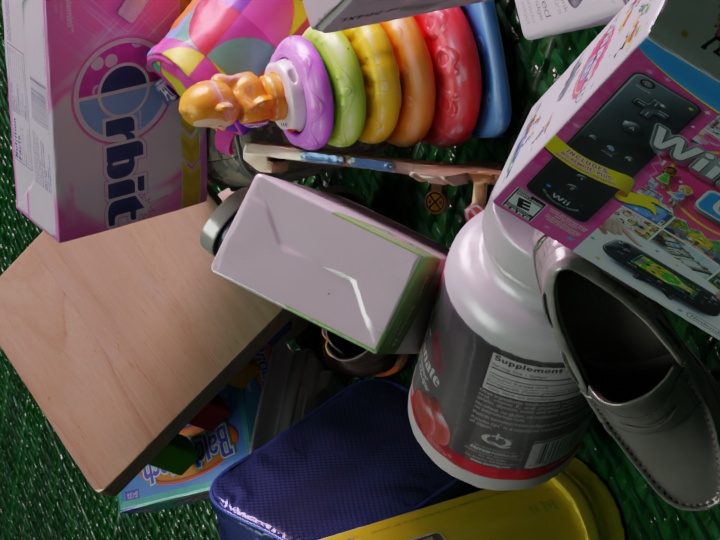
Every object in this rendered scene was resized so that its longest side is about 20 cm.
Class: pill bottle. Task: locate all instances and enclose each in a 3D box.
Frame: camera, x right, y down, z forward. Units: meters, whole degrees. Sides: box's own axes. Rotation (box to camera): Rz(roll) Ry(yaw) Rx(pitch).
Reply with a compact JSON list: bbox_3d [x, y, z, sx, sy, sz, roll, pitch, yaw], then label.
[{"bbox_3d":[0.096,0.030,1.291,0.111,0.111,0.200,60,153,32],"label":"pill bottle"}]

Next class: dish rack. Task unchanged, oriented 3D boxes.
[{"bbox_3d":[-0.029,0.166,1.636,0.172,0.043,0.200,-79,-24,-48],"label":"dish rack"}]

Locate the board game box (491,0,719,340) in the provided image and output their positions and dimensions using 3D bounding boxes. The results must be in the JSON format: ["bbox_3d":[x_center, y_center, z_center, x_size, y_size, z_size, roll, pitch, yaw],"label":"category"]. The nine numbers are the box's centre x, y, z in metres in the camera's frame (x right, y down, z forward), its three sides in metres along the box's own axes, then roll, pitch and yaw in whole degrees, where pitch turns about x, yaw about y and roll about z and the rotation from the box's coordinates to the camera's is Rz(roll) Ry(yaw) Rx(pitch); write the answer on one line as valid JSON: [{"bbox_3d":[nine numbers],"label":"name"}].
[{"bbox_3d":[0.165,-0.054,1.041,0.147,0.064,0.200,30,154,-5],"label":"board game box"}]

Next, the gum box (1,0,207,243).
[{"bbox_3d":[-0.165,-0.121,1.451,0.066,0.113,0.200,35,133,47],"label":"gum box"}]

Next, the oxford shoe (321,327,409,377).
[{"bbox_3d":[0.000,0.037,1.571,0.071,0.073,0.200,70,157,12],"label":"oxford shoe"}]

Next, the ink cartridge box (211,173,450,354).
[{"bbox_3d":[0.000,0.000,1.370,0.117,0.200,0.067,26,95,15],"label":"ink cartridge box"}]

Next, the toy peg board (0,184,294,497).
[{"bbox_3d":[-0.146,0.035,1.640,0.200,0.199,0.098,52,-167,31],"label":"toy peg board"}]

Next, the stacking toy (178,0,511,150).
[{"bbox_3d":[-0.016,-0.114,1.348,0.116,0.200,0.110,16,118,64],"label":"stacking toy"}]

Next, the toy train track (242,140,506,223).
[{"bbox_3d":[0.022,-0.052,1.351,0.200,0.115,0.033,9,99,23],"label":"toy train track"}]

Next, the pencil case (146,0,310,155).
[{"bbox_3d":[-0.050,-0.175,1.407,0.088,0.200,0.088,37,170,8],"label":"pencil case"}]

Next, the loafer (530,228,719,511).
[{"bbox_3d":[0.143,0.056,1.179,0.200,0.070,0.070,57,-154,-24],"label":"loafer"}]

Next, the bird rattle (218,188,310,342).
[{"bbox_3d":[-0.089,-0.003,1.763,0.163,0.113,0.200,-36,66,44],"label":"bird rattle"}]

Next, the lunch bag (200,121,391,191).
[{"bbox_3d":[-0.078,-0.157,1.543,0.168,0.139,0.200,-5,101,61],"label":"lunch bag"}]

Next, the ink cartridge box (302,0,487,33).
[{"bbox_3d":[0.020,-0.250,1.251,0.084,0.146,0.200,-33,75,65],"label":"ink cartridge box"}]

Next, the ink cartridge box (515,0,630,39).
[{"bbox_3d":[0.141,-0.201,1.078,0.200,0.084,0.145,-6,98,67],"label":"ink cartridge box"}]

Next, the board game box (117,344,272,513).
[{"bbox_3d":[-0.131,0.074,1.699,0.152,0.045,0.200,-16,76,39],"label":"board game box"}]

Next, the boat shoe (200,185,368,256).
[{"bbox_3d":[-0.034,-0.019,1.517,0.062,0.200,0.075,43,103,20],"label":"boat shoe"}]

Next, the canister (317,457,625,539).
[{"bbox_3d":[0.056,0.211,1.379,0.087,0.200,0.149,44,142,53],"label":"canister"}]

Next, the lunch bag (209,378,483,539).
[{"bbox_3d":[0.005,0.176,1.494,0.136,0.200,0.132,26,133,38],"label":"lunch bag"}]
